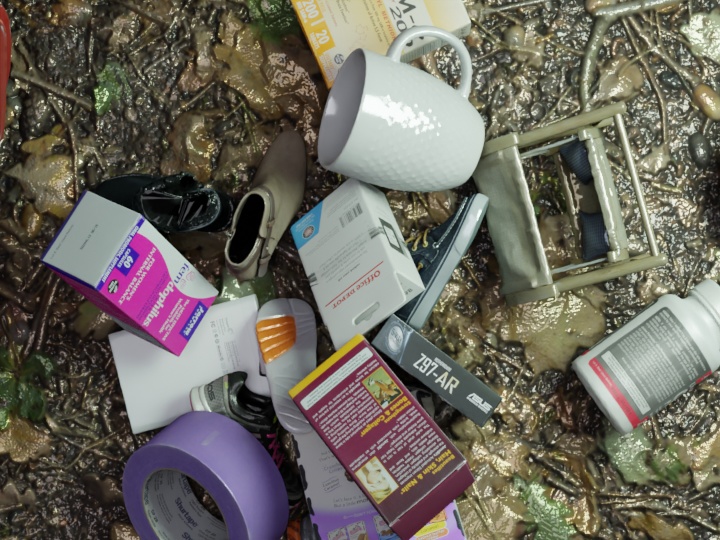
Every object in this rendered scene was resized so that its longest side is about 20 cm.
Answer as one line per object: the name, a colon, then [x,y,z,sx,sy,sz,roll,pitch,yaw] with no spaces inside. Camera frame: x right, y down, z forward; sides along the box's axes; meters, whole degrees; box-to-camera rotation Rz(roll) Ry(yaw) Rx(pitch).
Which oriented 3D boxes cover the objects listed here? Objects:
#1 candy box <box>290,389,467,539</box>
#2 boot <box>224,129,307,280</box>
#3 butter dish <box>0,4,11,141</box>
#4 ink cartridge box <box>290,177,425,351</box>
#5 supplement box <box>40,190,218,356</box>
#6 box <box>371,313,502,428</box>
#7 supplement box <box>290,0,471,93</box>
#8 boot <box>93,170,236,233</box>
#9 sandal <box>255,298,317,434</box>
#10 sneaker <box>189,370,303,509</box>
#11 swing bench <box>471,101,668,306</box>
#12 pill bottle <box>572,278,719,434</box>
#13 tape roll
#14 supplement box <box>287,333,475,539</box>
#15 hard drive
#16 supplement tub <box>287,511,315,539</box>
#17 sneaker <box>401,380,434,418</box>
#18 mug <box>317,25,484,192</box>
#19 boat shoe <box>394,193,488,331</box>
candy box: [0.023,0.264,1.400,0.166,0.072,0.202,-19,56,3]
boot: [-0.117,-0.084,1.479,0.069,0.146,0.203,13,90,6]
butter dish: [-0.516,-0.294,1.518,0.197,0.149,0.202,19,132,3]
ink cartridge box: [0.000,0.000,1.448,0.115,0.066,0.202,-37,52,20]
supplement box: [-0.274,0.007,1.445,0.102,0.200,0.102,22,74,30]
box: [0.088,0.119,1.435,0.159,0.200,0.044,37,88,4]
supplement box: [0.026,-0.321,1.508,0.198,0.074,0.127,-24,88,3]
boot: [-0.258,-0.085,1.478,0.197,0.168,0.078,6,89,4]
sandal: [-0.092,0.125,1.487,0.078,0.060,0.209,2,49,-12]
sneaker: [-0.126,0.208,1.497,0.087,0.074,0.201,-36,96,15]
swing bench: [0.246,-0.077,1.462,0.197,0.130,0.202,-16,89,4]
pill bottle: [0.368,0.101,1.460,0.199,0.111,0.111,-36,87,3]
tape roll: [-0.190,0.280,1.460,0.198,0.085,0.203,16,122,27]
supplement box: [0.024,0.187,1.339,0.110,0.086,0.200,-38,63,-5]
hard drive: [-0.214,0.121,1.543,0.197,0.027,0.134,-15,89,3]
supplement tub: [0.016,0.332,1.476,0.197,0.123,0.124,-16,88,4]
sneaker: [-0.006,0.185,1.507,0.197,0.078,0.081,2,101,5]
mug: [0.063,-0.194,1.438,0.173,0.148,0.203,16,102,-20]
boat shoe: [0.079,-0.024,1.477,0.090,0.071,0.202,31,115,6]
